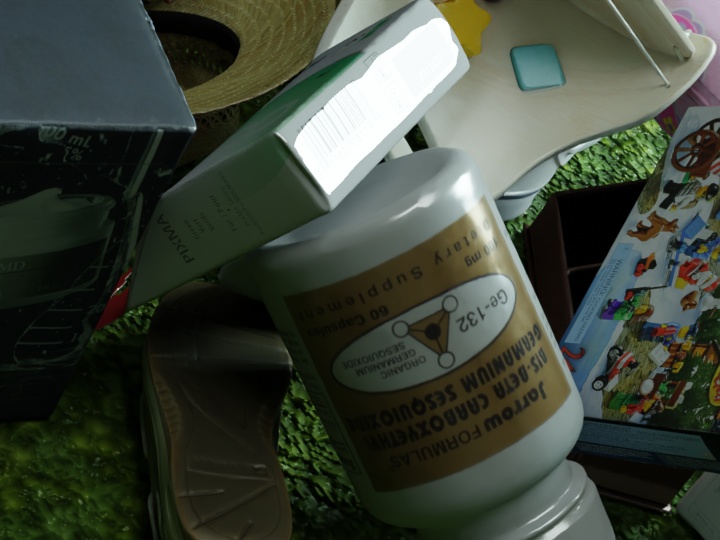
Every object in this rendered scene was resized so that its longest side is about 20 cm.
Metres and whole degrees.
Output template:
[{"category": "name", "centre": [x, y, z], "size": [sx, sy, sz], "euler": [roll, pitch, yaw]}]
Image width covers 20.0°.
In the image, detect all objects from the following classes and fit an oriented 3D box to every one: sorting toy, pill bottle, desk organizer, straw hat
[{"category": "sorting toy", "centre": [0.059, -0.127, 1.076], "size": [0.180, 0.107, 0.200], "euler": [-51, 119, -20]}, {"category": "pill bottle", "centre": [0.038, 0.055, 0.938], "size": [0.114, 0.114, 0.200], "euler": [-42, 111, -50]}, {"category": "desk organizer", "centre": [0.145, 0.027, 1.124], "size": [0.072, 0.077, 0.200], "euler": [17, 40, -17]}, {"category": "straw hat", "centre": [-0.111, -0.100, 1.089], "size": [0.201, 0.085, 0.201], "euler": [-1, 38, 1]}]

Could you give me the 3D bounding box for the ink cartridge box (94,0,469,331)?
[{"category": "ink cartridge box", "centre": [-0.061, -0.045, 0.971], "size": [0.050, 0.200, 0.161], "euler": [58, 37, -13]}]

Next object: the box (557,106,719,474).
[{"category": "box", "centre": [0.182, 0.005, 1.000], "size": [0.038, 0.136, 0.200], "euler": [49, 60, -34]}]

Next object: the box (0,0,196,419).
[{"category": "box", "centre": [-0.207, -0.036, 0.871], "size": [0.200, 0.197, 0.124], "euler": [-2, 48, -33]}]

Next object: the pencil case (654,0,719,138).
[{"category": "pencil case", "centre": [0.190, -0.115, 1.169], "size": [0.087, 0.088, 0.200], "euler": [-4, 37, -36]}]

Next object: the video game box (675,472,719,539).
[{"category": "video game box", "centre": [0.279, 0.118, 1.013], "size": [0.047, 0.200, 0.182], "euler": [-12, 55, -47]}]

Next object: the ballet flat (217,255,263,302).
[{"category": "ballet flat", "centre": [0.000, 0.000, 1.044], "size": [0.069, 0.069, 0.200], "euler": [44, 20, 16]}]

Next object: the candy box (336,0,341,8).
[{"category": "candy box", "centre": [0.022, -0.220, 1.220], "size": [0.117, 0.057, 0.200], "euler": [28, 37, -4]}]

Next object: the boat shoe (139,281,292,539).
[{"category": "boat shoe", "centre": [-0.070, 0.082, 0.952], "size": [0.073, 0.063, 0.201], "euler": [10, 35, -18]}]

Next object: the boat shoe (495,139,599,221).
[{"category": "boat shoe", "centre": [0.106, -0.095, 1.240], "size": [0.074, 0.065, 0.200], "euler": [37, 39, 8]}]
